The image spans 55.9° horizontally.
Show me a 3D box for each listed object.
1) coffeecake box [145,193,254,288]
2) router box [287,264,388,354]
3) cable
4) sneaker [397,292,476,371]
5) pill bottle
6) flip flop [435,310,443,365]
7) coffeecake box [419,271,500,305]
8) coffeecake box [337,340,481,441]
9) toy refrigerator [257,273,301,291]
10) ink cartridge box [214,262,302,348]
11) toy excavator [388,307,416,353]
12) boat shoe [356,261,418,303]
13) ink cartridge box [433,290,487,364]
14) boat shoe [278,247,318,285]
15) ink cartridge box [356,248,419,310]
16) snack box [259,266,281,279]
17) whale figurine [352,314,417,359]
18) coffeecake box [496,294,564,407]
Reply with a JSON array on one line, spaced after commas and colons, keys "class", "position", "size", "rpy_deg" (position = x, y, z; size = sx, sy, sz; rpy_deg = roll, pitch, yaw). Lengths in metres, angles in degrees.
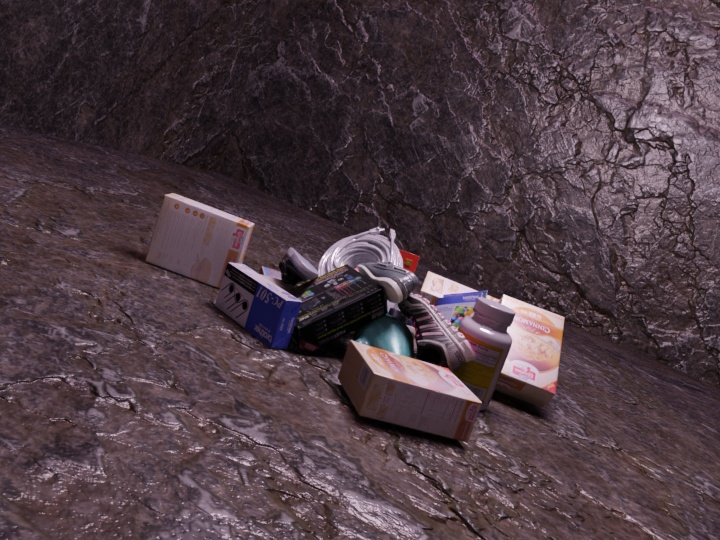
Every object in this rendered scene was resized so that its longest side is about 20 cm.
[{"class": "coffeecake box", "position": [-0.354, -0.063, 1.509], "size": [0.196, 0.156, 0.073], "rpy_deg": [20, 9, -3]}, {"class": "router box", "position": [-0.066, 0.072, 1.347], "size": [0.197, 0.063, 0.149], "rpy_deg": [-24, 31, -23]}, {"class": "cable", "position": [0.000, 0.000, 1.539], "size": [0.196, 0.070, 0.202], "rpy_deg": [-11, 44, 2]}, {"class": "sneaker", "position": [0.127, 0.123, 1.303], "size": [0.200, 0.087, 0.074], "rpy_deg": [44, -13, 32]}, {"class": "pill bottle", "position": [0.234, 0.162, 1.343], "size": [0.109, 0.204, 0.111], "rpy_deg": [20, 9, -3]}, {"class": "flip flop", "position": [0.180, 0.152, 1.423], "size": [0.080, 0.058, 0.202], "rpy_deg": [11, -39, 44]}, {"class": "coffeecake box", "position": [0.236, 0.111, 1.719], "size": [0.196, 0.155, 0.074], "rpy_deg": [21, 49, 6]}, {"class": "coffeecake box", "position": [0.078, 0.199, 1.133], "size": [0.197, 0.074, 0.153], "rpy_deg": [18, 8, -19]}, {"class": "toy refrigerator", "position": [-0.161, 0.067, 1.432], "size": [0.197, 0.077, 0.070], "rpy_deg": [16, 9, -30]}, {"class": "ink cartridge box", "position": [-0.199, 0.064, 1.298], "size": [0.044, 0.096, 0.198], "rpy_deg": [9, 15, -47]}, {"class": "toy excavator", "position": [0.054, 0.134, 1.527], "size": [0.191, 0.102, 0.200], "rpy_deg": [18, -5, -12]}, {"class": "boat shoe", "position": [0.053, 0.017, 1.380], "size": [0.074, 0.061, 0.199], "rpy_deg": [64, -16, -19]}, {"class": "ink cartridge box", "position": [0.220, 0.120, 1.541], "size": [0.117, 0.202, 0.042], "rpy_deg": [-8, -45, 29]}, {"class": "boat shoe", "position": [-0.140, -0.001, 1.426], "size": [0.070, 0.067, 0.200], "rpy_deg": [41, -1, -19]}, {"class": "ink cartridge box", "position": [0.046, 0.041, 1.639], "size": [0.159, 0.204, 0.050], "rpy_deg": [18, 9, -9]}, {"class": "snack box", "position": [-0.211, 0.031, 1.701], "size": [0.071, 0.025, 0.200], "rpy_deg": [17, 9, -16]}, {"class": "whale figurine", "position": [0.059, 0.152, 1.319], "size": [0.156, 0.106, 0.200], "rpy_deg": [18, 10, -17]}, {"class": "coffeecake box", "position": [0.360, 0.177, 1.512], "size": [0.151, 0.202, 0.074], "rpy_deg": [20, -36, 0]}]
